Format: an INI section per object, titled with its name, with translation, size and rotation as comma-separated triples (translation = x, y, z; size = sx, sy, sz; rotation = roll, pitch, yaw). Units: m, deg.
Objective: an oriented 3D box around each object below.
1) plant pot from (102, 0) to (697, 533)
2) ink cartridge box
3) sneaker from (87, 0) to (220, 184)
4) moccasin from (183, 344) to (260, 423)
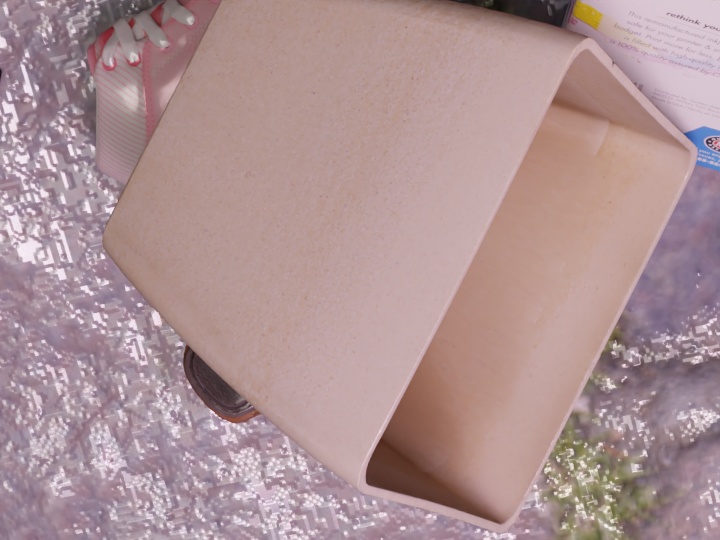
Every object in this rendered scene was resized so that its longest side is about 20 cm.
[plant pot]
translation = 0.008, -0.021, 1.021
size = 0.176, 0.200, 0.201
rotation = 27, 90, 24
[ink cartridge box]
translation = 0.157, -0.127, 1.032
size = 0.116, 0.200, 0.068
rotation = 17, 64, 1
[sneaker]
translation = -0.075, -0.121, 1.121
size = 0.104, 0.075, 0.201
rotation = 18, 112, -4
[moccasin]
translation = 0.001, 0.001, 1.152
size = 0.074, 0.078, 0.201
rotation = 43, 95, 10
